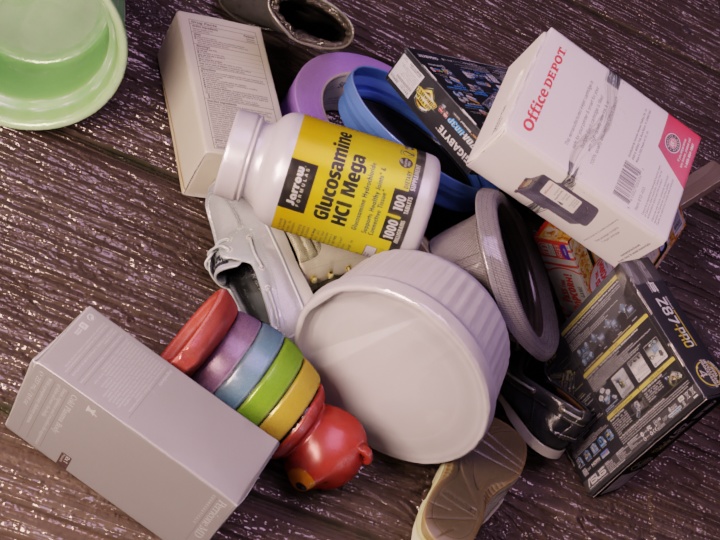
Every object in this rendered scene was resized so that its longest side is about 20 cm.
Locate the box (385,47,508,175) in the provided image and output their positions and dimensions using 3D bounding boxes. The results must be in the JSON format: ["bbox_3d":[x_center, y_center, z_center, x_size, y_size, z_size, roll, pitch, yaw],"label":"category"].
[{"bbox_3d":[0.141,-0.167,1.428,0.199,0.046,0.159,0,45,-50],"label":"box"}]

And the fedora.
[{"bbox_3d":[0.123,0.013,1.285,0.200,0.090,0.178,20,55,-69],"label":"fedora"}]

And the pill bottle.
[{"bbox_3d":[-0.033,-0.083,1.239,0.199,0.113,0.113,16,45,-5],"label":"pill bottle"}]

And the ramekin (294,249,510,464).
[{"bbox_3d":[0.046,0.071,1.203,0.202,0.203,0.094,38,46,2],"label":"ramekin"}]

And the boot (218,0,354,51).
[{"bbox_3d":[-0.087,-0.286,1.445,0.181,0.073,0.200,17,15,1],"label":"boot"}]

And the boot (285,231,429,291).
[{"bbox_3d":[0.000,0.000,1.329,0.154,0.072,0.201,-27,93,-29],"label":"boot"}]

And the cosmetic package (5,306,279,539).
[{"bbox_3d":[-0.180,0.136,1.076,0.200,0.107,0.090,36,42,2],"label":"cosmetic package"}]

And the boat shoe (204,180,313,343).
[{"bbox_3d":[-0.110,-0.007,1.268,0.071,0.070,0.201,-12,62,-41],"label":"boat shoe"}]

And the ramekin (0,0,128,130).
[{"bbox_3d":[-0.319,-0.244,1.251,0.199,0.200,0.098,19,38,-18],"label":"ramekin"}]

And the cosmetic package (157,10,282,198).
[{"bbox_3d":[-0.146,-0.173,1.386,0.103,0.073,0.201,7,50,-28],"label":"cosmetic package"}]

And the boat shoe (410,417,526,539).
[{"bbox_3d":[0.098,0.211,1.234,0.073,0.063,0.201,34,37,4],"label":"boat shoe"}]

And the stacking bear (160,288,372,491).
[{"bbox_3d":[-0.080,0.120,1.159,0.200,0.121,0.114,40,49,-10],"label":"stacking bear"}]

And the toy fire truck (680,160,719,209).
[{"bbox_3d":[0.349,-0.129,1.646,0.199,0.129,0.177,9,48,-42],"label":"toy fire truck"}]

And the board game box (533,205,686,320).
[{"bbox_3d":[0.277,-0.044,1.421,0.200,0.046,0.152,-49,131,-29],"label":"board game box"}]

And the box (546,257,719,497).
[{"bbox_3d":[0.260,0.110,1.311,0.049,0.200,0.162,-10,59,-36],"label":"box"}]

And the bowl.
[{"bbox_3d":[0.061,-0.137,1.379,0.200,0.039,0.201,31,25,-16],"label":"bowl"}]

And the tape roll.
[{"bbox_3d":[0.004,-0.151,1.471,0.199,0.066,0.201,17,47,-19],"label":"tape roll"}]

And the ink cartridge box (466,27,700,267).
[{"bbox_3d":[0.224,-0.121,1.303,0.199,0.084,0.145,33,59,-12],"label":"ink cartridge box"}]

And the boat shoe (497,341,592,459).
[{"bbox_3d":[0.161,0.098,1.344,0.072,0.068,0.200,3,41,-48],"label":"boat shoe"}]
